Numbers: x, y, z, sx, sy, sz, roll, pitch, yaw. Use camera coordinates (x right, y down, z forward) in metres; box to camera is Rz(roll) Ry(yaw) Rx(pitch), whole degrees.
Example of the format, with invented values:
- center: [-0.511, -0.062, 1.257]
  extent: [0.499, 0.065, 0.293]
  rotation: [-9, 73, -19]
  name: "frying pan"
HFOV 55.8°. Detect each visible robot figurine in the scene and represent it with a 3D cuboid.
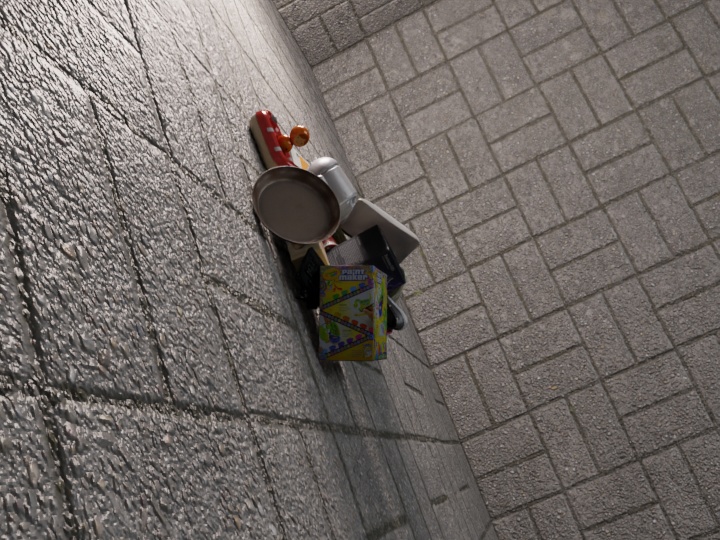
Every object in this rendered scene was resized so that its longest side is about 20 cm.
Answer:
- center: [-0.086, -0.238, 1.946]
  extent: [0.202, 0.112, 0.170]
  rotation: [56, 9, 0]
  name: "robot figurine"

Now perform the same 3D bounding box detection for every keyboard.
- center: [-0.087, 0.037, 1.465]
  extent: [0.106, 0.039, 0.200]
  rotation: [-67, 158, -15]
  name: "keyboard"

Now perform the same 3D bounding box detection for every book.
- center: [-0.170, -0.268, 2.012]
  extent: [0.200, 0.047, 0.137]
  rotation: [46, 25, -68]
  name: "book"

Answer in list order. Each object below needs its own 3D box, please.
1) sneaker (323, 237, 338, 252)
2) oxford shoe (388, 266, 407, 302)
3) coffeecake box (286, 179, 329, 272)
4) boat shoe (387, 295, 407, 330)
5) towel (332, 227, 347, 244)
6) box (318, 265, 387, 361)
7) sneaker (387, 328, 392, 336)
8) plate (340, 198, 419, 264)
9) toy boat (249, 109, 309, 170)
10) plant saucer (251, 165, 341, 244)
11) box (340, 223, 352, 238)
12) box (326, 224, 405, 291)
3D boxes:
- center: [-0.080, -0.055, 1.886]
  extent: [0.201, 0.077, 0.117]
  rotation: [73, -9, -58]
  name: "sneaker"
- center: [0.083, 0.066, 1.901]
  extent: [0.057, 0.202, 0.076]
  rotation: [-2, 46, -35]
  name: "oxford shoe"
- center: [-0.133, -0.087, 1.539]
  extent: [0.154, 0.071, 0.204]
  rotation: [69, 1, -64]
  name: "coffeecake box"
- center: [0.043, 0.090, 1.844]
  extent: [0.200, 0.070, 0.066]
  rotation: [48, 21, 21]
  name: "boat shoe"
- center: [-0.100, -0.135, 1.924]
  extent: [0.148, 0.036, 0.202]
  rotation: [34, -19, 48]
  name: "towel"
- center: [-0.011, 0.096, 1.486]
  extent: [0.200, 0.118, 0.198]
  rotation: [32, 59, -78]
  name: "box"
- center: [0.002, 0.140, 1.889]
  extent: [0.080, 0.089, 0.200]
  rotation: [14, 25, -43]
  name: "sneaker"
- center: [0.054, -0.106, 1.822]
  extent: [0.198, 0.033, 0.200]
  rotation: [35, -25, -3]
  name: "plate"
- center: [-0.186, -0.318, 1.710]
  extent: [0.130, 0.128, 0.204]
  rotation: [25, 41, -78]
  name: "toy boat"
- center: [-0.137, -0.133, 1.441]
  extent: [0.032, 0.196, 0.204]
  rotation: [-56, -133, 51]
  name: "plant saucer"
- center: [-0.032, -0.146, 2.053]
  extent: [0.198, 0.076, 0.100]
  rotation: [33, -5, 10]
  name: "box"
- center: [0.000, 0.000, 1.789]
  extent: [0.149, 0.197, 0.106]
  rotation: [57, 8, -46]
  name: "box"
